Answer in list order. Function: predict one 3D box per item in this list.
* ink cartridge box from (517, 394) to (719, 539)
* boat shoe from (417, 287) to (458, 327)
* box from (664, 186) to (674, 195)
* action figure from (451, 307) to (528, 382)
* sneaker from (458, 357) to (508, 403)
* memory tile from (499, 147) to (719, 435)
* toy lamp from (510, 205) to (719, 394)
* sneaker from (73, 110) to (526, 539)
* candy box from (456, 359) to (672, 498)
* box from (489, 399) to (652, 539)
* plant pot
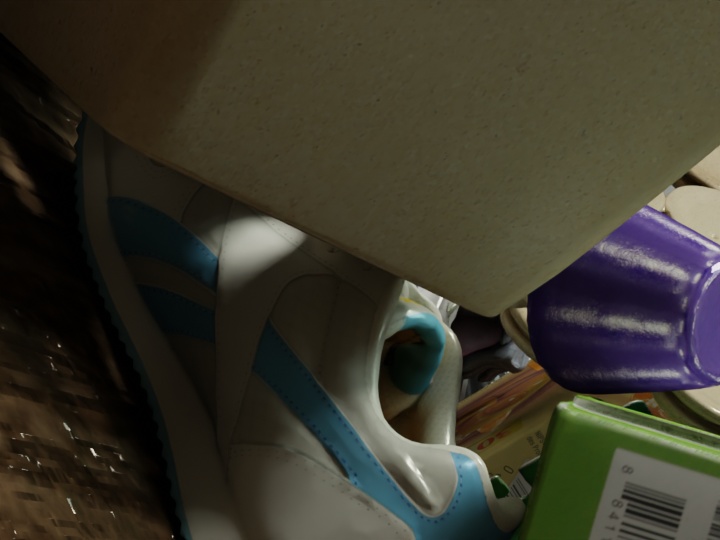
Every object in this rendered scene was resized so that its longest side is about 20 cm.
[{"bbox_3d":[0.075,0.114,0.722,0.200,0.076,0.148,20,86,-81],"label":"ink cartridge box"},{"bbox_3d":[0.000,0.000,0.891,0.200,0.073,0.067,-60,141,-49],"label":"boat shoe"},{"bbox_3d":[0.048,-0.125,1.053,0.200,0.041,0.156,35,-20,35],"label":"box"},{"bbox_3d":[0.009,-0.060,1.036,0.134,0.149,0.200,41,34,-57],"label":"action figure"},{"bbox_3d":[0.038,0.033,1.159,0.115,0.075,0.200,8,59,-83],"label":"sneaker"},{"bbox_3d":[0.121,0.004,0.873,0.153,0.017,0.200,22,29,-5],"label":"memory tile"},{"bbox_3d":[0.027,-0.003,0.762,0.200,0.058,0.058,14,-34,45],"label":"toy lamp"},{"bbox_3d":[-0.020,0.017,0.723,0.077,0.081,0.200,50,11,-52],"label":"sneaker"},{"bbox_3d":[0.106,0.051,1.020,0.055,0.200,0.115,58,7,-8],"label":"candy box"},{"bbox_3d":[0.088,0.138,0.891,0.200,0.117,0.048,56,8,-35],"label":"box"},{"bbox_3d":[0.005,-0.107,0.657,0.200,0.177,0.200,25,10,-41],"label":"plant pot"}]
